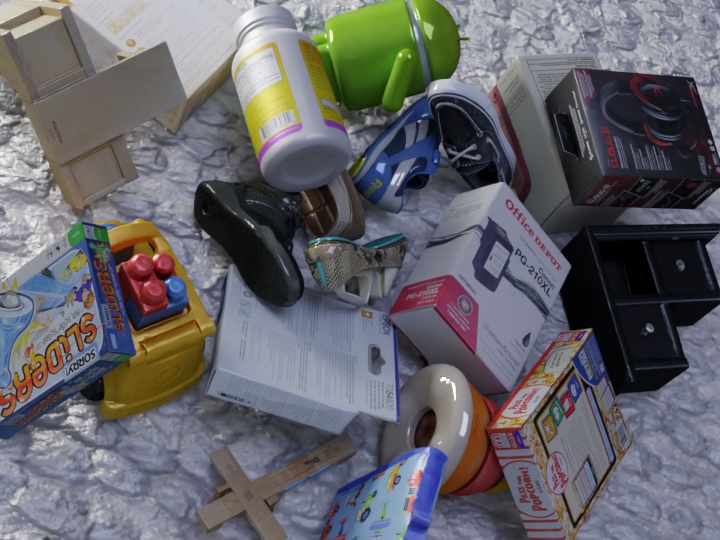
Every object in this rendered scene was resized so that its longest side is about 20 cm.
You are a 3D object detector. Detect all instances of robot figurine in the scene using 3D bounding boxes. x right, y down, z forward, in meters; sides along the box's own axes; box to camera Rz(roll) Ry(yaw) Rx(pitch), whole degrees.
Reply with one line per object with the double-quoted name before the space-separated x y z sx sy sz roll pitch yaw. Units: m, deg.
"robot figurine" 0.031 -0.263 1.605 0.198 0.117 0.176 -15 25 2

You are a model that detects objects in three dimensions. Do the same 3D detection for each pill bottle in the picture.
"pill bottle" -0.083 -0.196 1.488 0.103 0.104 0.202 -5 61 -24

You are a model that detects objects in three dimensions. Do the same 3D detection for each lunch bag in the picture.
"lunch bag" 0.023 0.264 1.292 0.093 0.200 0.152 25 57 -6

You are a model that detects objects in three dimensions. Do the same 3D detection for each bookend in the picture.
"bookend" 0.357 0.053 1.606 0.197 0.092 0.202 -1 64 -22

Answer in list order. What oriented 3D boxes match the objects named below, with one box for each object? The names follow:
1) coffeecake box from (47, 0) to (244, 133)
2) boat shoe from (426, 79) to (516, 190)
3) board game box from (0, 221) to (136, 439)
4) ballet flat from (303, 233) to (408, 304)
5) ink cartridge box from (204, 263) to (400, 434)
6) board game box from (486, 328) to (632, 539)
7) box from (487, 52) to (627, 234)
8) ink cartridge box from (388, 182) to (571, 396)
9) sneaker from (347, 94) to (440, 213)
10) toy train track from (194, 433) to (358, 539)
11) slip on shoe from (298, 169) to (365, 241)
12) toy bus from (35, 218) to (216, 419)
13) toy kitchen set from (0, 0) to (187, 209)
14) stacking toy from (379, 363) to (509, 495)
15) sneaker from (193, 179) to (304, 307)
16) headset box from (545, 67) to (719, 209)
"coffeecake box" -0.245 -0.284 1.559 0.199 0.073 0.154 38 56 1
"boat shoe" 0.131 -0.148 1.588 0.071 0.200 0.068 -2 59 25
"board game box" -0.304 0.060 1.279 0.034 0.199 0.137 12 53 -51
"ballet flat" 0.000 0.000 1.482 0.200 0.067 0.076 -6 84 -64
"ink cartridge box" -0.057 0.087 1.404 0.198 0.041 0.200 18 30 -10
"board game box" 0.220 0.179 1.441 0.200 0.046 0.153 -42 116 -48
"box" 0.256 -0.160 1.671 0.127 0.109 0.202 -6 66 -26
"ink cartridge box" 0.139 0.022 1.514 0.145 0.084 0.201 48 52 -23
"sneaker" 0.063 -0.146 1.613 0.082 0.074 0.200 43 61 -2
"toy train track" -0.087 0.222 1.377 0.199 0.033 0.115 -23 66 -36
"slip on shoe" -0.049 -0.118 1.548 0.060 0.076 0.201 10 44 -46
"toy bus" -0.233 0.018 1.330 0.135 0.192 0.201 -22 71 -28
"toy kitchen set" -0.311 -0.207 1.485 0.162 0.180 0.202 -30 116 -23
"stacking toy" 0.133 0.198 1.438 0.199 0.146 0.147 24 55 -29
"sneaker" -0.093 -0.038 1.458 0.113 0.077 0.199 -9 37 -32
"headset box" 0.317 -0.155 1.582 0.198 0.075 0.150 1 63 -24
